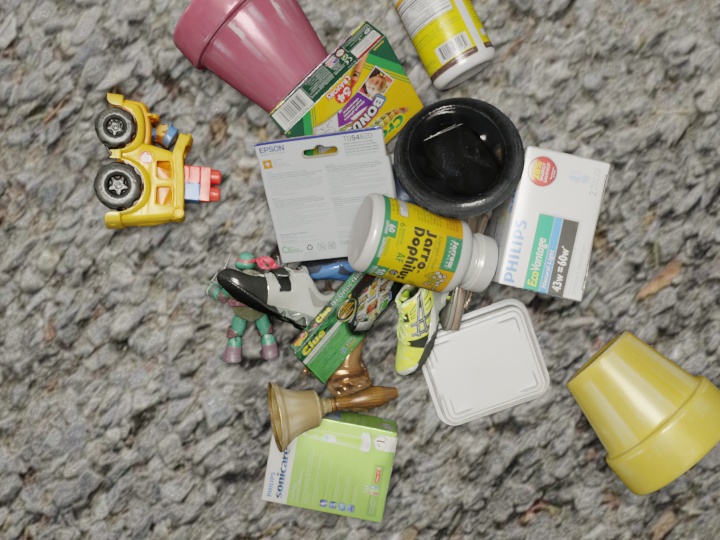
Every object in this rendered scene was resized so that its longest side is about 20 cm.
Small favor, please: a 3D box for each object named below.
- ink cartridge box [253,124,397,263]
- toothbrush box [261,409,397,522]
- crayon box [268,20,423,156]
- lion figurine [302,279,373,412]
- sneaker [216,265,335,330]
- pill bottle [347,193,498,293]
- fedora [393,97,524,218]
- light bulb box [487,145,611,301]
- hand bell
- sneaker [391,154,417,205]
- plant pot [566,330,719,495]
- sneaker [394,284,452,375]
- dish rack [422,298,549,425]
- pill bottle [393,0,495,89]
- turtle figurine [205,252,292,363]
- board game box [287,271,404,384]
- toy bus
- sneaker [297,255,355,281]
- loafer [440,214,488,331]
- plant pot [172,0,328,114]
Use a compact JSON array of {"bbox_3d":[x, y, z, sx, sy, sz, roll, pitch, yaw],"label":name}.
[{"bbox_3d":[-0.044,-0.115,1.030,0.196,0.041,0.203,-5,119,10],"label":"ink cartridge box"},{"bbox_3d":[-0.048,0.306,1.113,0.197,0.086,0.148,10,92,0],"label":"toothbrush box"},{"bbox_3d":[-0.016,-0.244,1.050,0.200,0.173,0.058,-43,55,2],"label":"crayon box"},{"bbox_3d":[-0.022,0.124,1.112,0.121,0.072,0.203,10,94,4],"label":"lion figurine"},{"bbox_3d":[-0.122,0.026,1.036,0.199,0.074,0.090,28,75,-32],"label":"sneaker"},{"bbox_3d":[0.091,-0.032,0.982,0.197,0.113,0.114,15,92,-16],"label":"pill bottle"},{"bbox_3d":[0.144,-0.148,0.992,0.197,0.092,0.203,-6,63,13],"label":"fedora"},{"bbox_3d":[0.269,-0.067,1.036,0.123,0.200,0.201,12,93,1],"label":"light bulb box"},{"bbox_3d":[-0.036,0.203,1.049,0.197,0.104,0.106,-9,92,-17],"label":"hand bell"},{"bbox_3d":[0.126,-0.114,1.087,0.197,0.081,0.149,-4,81,7],"label":"sneaker"},{"bbox_3d":[0.430,0.205,1.058,0.201,0.201,0.189,-43,75,2],"label":"plant pot"},{"bbox_3d":[0.084,0.070,1.091,0.075,0.075,0.203,11,102,-24],"label":"sneaker"},{"bbox_3d":[0.203,0.154,1.124,0.197,0.044,0.174,-19,92,2],"label":"dish rack"},{"bbox_3d":[0.122,-0.396,1.071,0.108,0.109,0.202,-27,91,2],"label":"pill bottle"},{"bbox_3d":[-0.181,0.043,1.104,0.147,0.101,0.203,0,98,1],"label":"turtle figurine"},{"bbox_3d":[-0.017,0.071,1.047,0.023,0.105,0.200,33,75,37],"label":"board game box"},{"bbox_3d":[-0.317,-0.168,1.086,0.189,0.136,0.203,-1,90,-12],"label":"toy bus"},{"bbox_3d":[0.000,0.000,1.104,0.197,0.066,0.080,-12,114,-8],"label":"sneaker"},{"bbox_3d":[0.171,-0.001,1.105,0.062,0.072,0.203,7,86,-11],"label":"loafer"},{"bbox_3d":[-0.151,-0.347,1.040,0.200,0.200,0.179,-44,99,2],"label":"plant pot"}]
